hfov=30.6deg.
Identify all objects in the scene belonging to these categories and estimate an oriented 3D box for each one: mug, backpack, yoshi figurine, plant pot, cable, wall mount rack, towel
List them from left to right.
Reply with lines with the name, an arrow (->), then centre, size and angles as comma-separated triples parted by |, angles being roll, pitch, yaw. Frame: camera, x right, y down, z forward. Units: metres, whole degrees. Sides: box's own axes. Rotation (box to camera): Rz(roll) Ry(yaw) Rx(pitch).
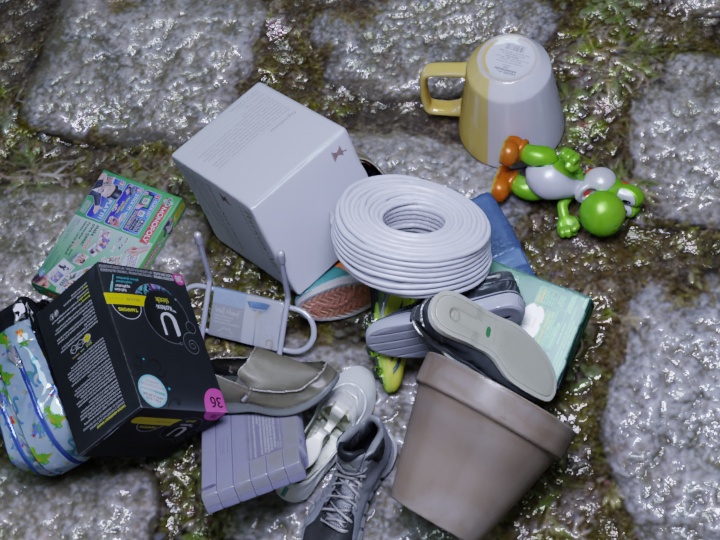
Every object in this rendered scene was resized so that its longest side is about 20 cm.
backpack -> -0.396, 0.159, 1.668 | 0.154, 0.163, 0.200 | -39, 69, -4
wall mount rack -> -0.155, 0.041, 1.695 | 0.199, 0.075, 0.175 | 12, 104, 15
cable -> 0.063, -0.044, 1.599 | 0.198, 0.070, 0.200 | 3, 33, -6
plant pot -> 0.125, 0.217, 1.546 | 0.199, 0.200, 0.174 | 28, 84, 22
towel -> 0.166, 0.002, 1.726 | 0.111, 0.049, 0.201 | -22, 62, 0
mug -> 0.188, -0.236, 1.800 | 0.185, 0.153, 0.150 | -21, 60, -4
yoshi figurine -> 0.274, -0.103, 1.744 | 0.199, 0.112, 0.113 | 17, 83, 8

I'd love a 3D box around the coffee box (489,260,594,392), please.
coffee box -> 0.178, 0.058, 1.641 | 0.199, 0.044, 0.124 | 20, 82, 19

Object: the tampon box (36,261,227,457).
tampon box -> -0.281, 0.113, 1.622 | 0.126, 0.149, 0.201 | -37, 63, 29

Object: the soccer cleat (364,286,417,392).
soccer cleat -> 0.048, 0.054, 1.670 | 0.083, 0.065, 0.202 | -4, 91, -12

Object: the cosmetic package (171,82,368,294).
cosmetic package -> -0.108, -0.112, 1.734 | 0.166, 0.168, 0.200 | -41, 44, -16

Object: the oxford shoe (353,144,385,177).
oxford shoe -> -0.012, -0.146, 1.821 | 0.070, 0.075, 0.200 | -41, 63, -15

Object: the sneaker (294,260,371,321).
sneaker -> 0.000, 0.000, 1.746 | 0.199, 0.072, 0.080 | -22, 48, -5

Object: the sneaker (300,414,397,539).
sneaker -> -0.023, 0.258, 1.569 | 0.075, 0.116, 0.201 | 18, 64, 17

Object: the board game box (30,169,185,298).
board game box -> -0.350, -0.036, 1.834 | 0.134, 0.029, 0.201 | 21, 65, 17

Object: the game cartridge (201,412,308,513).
game cartridge -> -0.129, 0.212, 1.595 | 0.129, 0.039, 0.200 | -16, 23, 1

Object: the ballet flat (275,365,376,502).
ballet flat -> -0.038, 0.198, 1.633 | 0.069, 0.070, 0.200 | 27, 67, 21

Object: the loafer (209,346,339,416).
loafer -> -0.120, 0.134, 1.628 | 0.199, 0.070, 0.075 | -8, 26, 27

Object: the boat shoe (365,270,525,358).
boat shoe -> 0.102, 0.052, 1.612 | 0.199, 0.072, 0.071 | -13, 48, 7

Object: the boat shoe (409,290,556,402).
boat shoe -> 0.148, 0.093, 1.553 | 0.199, 0.068, 0.072 | 33, 57, -18
